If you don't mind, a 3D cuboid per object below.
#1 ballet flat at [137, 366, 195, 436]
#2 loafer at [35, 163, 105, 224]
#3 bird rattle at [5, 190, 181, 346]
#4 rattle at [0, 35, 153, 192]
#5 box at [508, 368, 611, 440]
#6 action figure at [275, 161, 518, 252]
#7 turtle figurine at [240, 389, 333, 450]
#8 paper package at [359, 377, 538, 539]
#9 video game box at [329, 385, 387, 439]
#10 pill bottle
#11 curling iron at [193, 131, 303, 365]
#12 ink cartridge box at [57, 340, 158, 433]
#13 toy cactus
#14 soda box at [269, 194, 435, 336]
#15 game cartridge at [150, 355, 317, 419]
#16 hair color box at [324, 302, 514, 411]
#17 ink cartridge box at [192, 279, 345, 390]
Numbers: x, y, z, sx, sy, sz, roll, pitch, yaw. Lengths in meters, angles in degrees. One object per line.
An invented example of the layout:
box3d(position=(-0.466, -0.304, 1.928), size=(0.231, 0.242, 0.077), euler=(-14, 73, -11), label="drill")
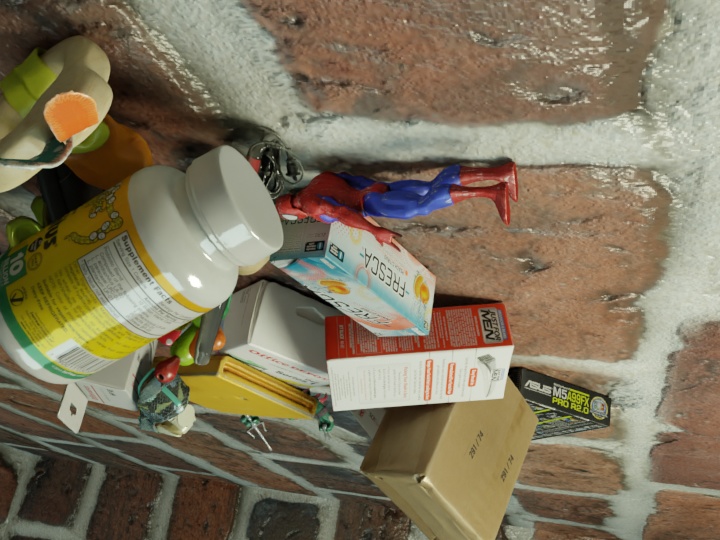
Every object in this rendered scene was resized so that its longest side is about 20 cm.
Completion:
box3d(position=(-0.236, 0.174, 0.966), size=(0.074, 0.075, 0.200), euler=(13, 160, -5), label="ballet flat")
box3d(position=(-0.224, -0.026, 0.681), size=(0.071, 0.201, 0.073), euler=(-14, -157, -12), label="loafer")
box3d(position=(-0.233, -0.017, 0.760), size=(0.199, 0.113, 0.163), euler=(31, 121, -19), label="bird rattle")
box3d(position=(-0.181, -0.072, 0.529), size=(0.199, 0.130, 0.143), euler=(19, 143, 48), label="rattle")
box3d(position=(0.239, 0.201, 1.149), size=(0.159, 0.045, 0.200), euler=(20, 155, -19), label="box")
box3d(position=(0.022, -0.054, 0.626), size=(0.199, 0.066, 0.052), euler=(2, 126, 21), label="action figure")
box3d(position=(-0.122, 0.209, 1.261), size=(0.149, 0.101, 0.201), euler=(-9, 138, 8), label="turtle figurine")
box3d(position=(0.117, 0.217, 0.982), size=(0.103, 0.201, 0.191), euler=(-3, 136, 41), label="paper package")
box3d(position=(0.053, 0.205, 1.114), size=(0.200, 0.047, 0.182), euler=(33, -175, -41), label="video game box")
box3d(position=(-0.161, -0.007, 0.575), size=(0.199, 0.113, 0.113), euler=(-28, 145, 14), label="pill bottle")
box3d(position=(-0.097, -0.013, 0.632), size=(0.049, 0.201, 0.026), euler=(17, -169, -28), label="curling iron")
box3d(position=(-0.285, 0.092, 0.929), size=(0.066, 0.201, 0.116), euler=(13, 158, -3), label="ink cartridge box")
box3d(position=(-0.134, -0.008, 0.716), size=(0.102, 0.201, 0.165), euler=(15, -160, 20), label="toy cactus")
box3d(position=(0.000, 0.000, 0.752), size=(0.063, 0.069, 0.200), euler=(-5, 154, 32), label="soda box")
box3d(position=(-0.185, 0.154, 1.037), size=(0.199, 0.033, 0.176), euler=(-4, 153, 41), label="game cartridge")
box3d(position=(0.063, 0.098, 0.876), size=(0.199, 0.064, 0.111), euler=(-3, 141, 0), label="hair color box")
box3d(position=(-0.118, 0.093, 1.004), size=(0.144, 0.084, 0.200), euler=(24, 154, -28), label="ink cartridge box")
